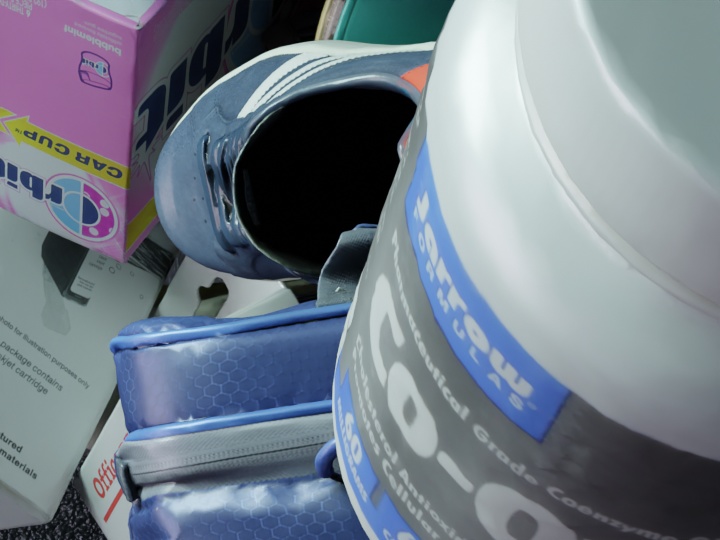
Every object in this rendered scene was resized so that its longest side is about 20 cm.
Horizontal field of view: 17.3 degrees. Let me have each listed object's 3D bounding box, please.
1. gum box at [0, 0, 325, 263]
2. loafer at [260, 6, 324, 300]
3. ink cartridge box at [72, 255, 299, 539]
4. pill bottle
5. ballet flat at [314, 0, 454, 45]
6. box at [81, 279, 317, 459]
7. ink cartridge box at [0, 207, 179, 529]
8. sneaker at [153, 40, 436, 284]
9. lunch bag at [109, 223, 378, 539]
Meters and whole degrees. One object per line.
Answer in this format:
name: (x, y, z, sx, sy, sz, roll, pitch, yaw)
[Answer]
gum box: (-0.060, -0.114, 0.868, 0.200, 0.066, 0.114, -54, -18, -39)
loafer: (0.000, 0.000, 0.878, 0.072, 0.063, 0.201, -155, 60, -76)
ink cartridge box: (-0.036, 0.089, 0.846, 0.200, 0.068, 0.115, 56, 148, 14)
pill bottle: (0.061, -0.005, 0.423, 0.200, 0.113, 0.114, 107, 155, -65)
ballet flat: (0.018, -0.023, 0.778, 0.063, 0.068, 0.201, -81, -10, -72)
box: (-0.072, 0.042, 0.992, 0.200, 0.082, 0.069, -1, 96, 47)
ink cartridge box: (-0.151, 0.001, 0.945, 0.144, 0.084, 0.200, -13, 44, 46)
sneaker: (-0.018, -0.027, 0.694, 0.200, 0.084, 0.075, -11, 99, 52)
lunch bag: (0.009, 0.060, 0.605, 0.200, 0.135, 0.133, 75, -173, -81)
